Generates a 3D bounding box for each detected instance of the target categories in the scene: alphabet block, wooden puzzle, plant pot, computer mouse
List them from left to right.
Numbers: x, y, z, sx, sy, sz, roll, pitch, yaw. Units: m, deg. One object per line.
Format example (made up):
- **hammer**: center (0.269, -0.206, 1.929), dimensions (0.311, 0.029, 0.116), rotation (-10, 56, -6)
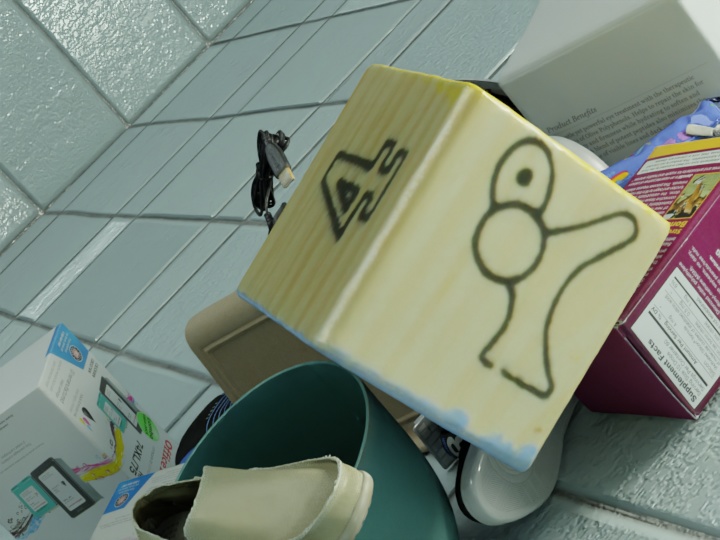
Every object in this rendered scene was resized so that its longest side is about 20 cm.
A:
- **computer mouse**: center (-0.058, -0.037, 1.519), dimensions (0.046, 0.141, 0.200), rotation (-9, 56, -14)
- **wooden puzzle**: center (-0.036, 0.090, 1.413), dimensions (0.185, 0.200, 0.037), rotation (-29, 9, 33)
- **plant pot**: center (-0.023, 0.194, 1.185), dimensions (0.200, 0.161, 0.201), rotation (-31, 33, 23)
- **alphabet block**: center (0.060, -0.007, 1.140), dimensions (0.200, 0.195, 0.196), rotation (-58, 26, -2)

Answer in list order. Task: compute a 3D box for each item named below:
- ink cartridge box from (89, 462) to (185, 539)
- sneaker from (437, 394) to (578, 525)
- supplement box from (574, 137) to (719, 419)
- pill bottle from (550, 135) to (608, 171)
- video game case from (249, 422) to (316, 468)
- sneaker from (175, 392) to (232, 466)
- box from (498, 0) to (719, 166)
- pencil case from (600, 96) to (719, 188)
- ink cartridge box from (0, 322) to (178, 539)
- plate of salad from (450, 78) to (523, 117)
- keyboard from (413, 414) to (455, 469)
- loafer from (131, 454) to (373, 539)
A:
- **ink cartridge box**: center (-0.204, 0.280, 1.466), dimensions (0.116, 0.067, 0.200), rotation (-21, 35, 43)
- **sneaker**: center (0.098, 0.139, 1.248), dimensions (0.112, 0.073, 0.200), rotation (-30, 14, 39)
- **supplement box**: center (0.235, 0.003, 1.206), dimensions (0.200, 0.103, 0.131), rotation (-49, 21, -20)
- **pill bottle**: center (0.137, -0.011, 1.412), dimensions (0.200, 0.113, 0.113), rotation (-48, 20, -16)
- **video game case**: center (-0.071, 0.208, 1.314), dimensions (0.200, 0.143, 0.018), rotation (-42, 45, 2)
- **sneaker**: center (-0.102, 0.134, 1.537), dimensions (0.200, 0.070, 0.078), rotation (-37, 29, 19)
- **box**: center (0.270, -0.199, 1.461), dimensions (0.199, 0.171, 0.200), rotation (-24, 26, 41)
- **pencil case**: center (0.230, -0.065, 1.326), dimensions (0.200, 0.078, 0.087), rotation (-29, -23, -9)
- **ink cartridge box**: center (-0.312, 0.194, 1.704), dimensions (0.146, 0.200, 0.147), rotation (-35, 21, 14)
- **plate of salad**: center (0.135, -0.142, 1.607), dimensions (0.200, 0.200, 0.048), rotation (-11, 64, 56)
- **keyboard**: center (0.121, 0.075, 1.344), dimensions (0.200, 0.056, 0.011), rotation (-47, 29, -15)
- **loafer**: center (-0.079, 0.164, 1.062), dimensions (0.200, 0.068, 0.076), rotation (-22, 38, 35)
